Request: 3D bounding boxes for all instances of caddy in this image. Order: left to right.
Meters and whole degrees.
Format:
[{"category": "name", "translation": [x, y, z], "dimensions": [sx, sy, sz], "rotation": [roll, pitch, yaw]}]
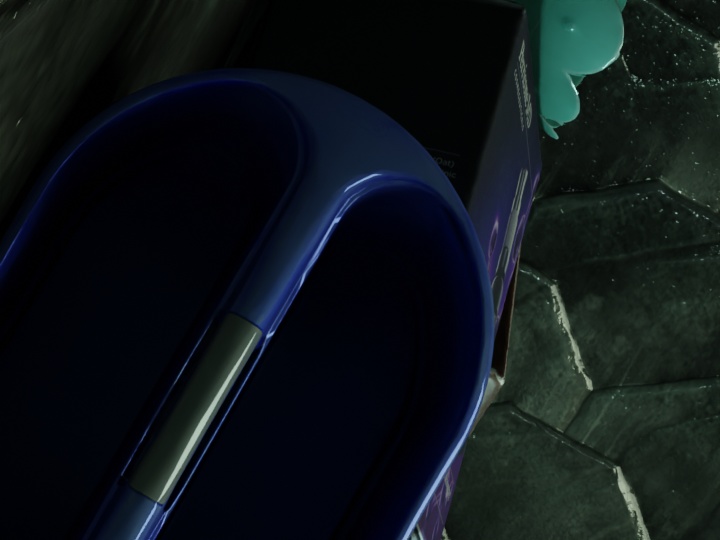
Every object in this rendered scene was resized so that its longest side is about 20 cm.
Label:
[{"category": "caddy", "translation": [-0.048, 0.041, 0.583], "dimensions": [0.201, 0.141, 0.105], "rotation": [-60, -177, -8]}]

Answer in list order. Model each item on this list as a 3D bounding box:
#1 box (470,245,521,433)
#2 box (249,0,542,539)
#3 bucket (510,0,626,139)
[{"category": "box", "translation": [-0.015, 0.051, 1.276], "dimensions": [0.165, 0.165, 0.201], "rotation": [-79, -166, -51]}, {"category": "box", "translation": [0.000, 0.000, 0.830], "dimensions": [0.148, 0.104, 0.201], "rotation": [70, 35, -67]}, {"category": "bucket", "translation": [0.080, -0.177, 0.898], "dimensions": [0.208, 0.134, 0.207], "rotation": [-60, 179, -1]}]
